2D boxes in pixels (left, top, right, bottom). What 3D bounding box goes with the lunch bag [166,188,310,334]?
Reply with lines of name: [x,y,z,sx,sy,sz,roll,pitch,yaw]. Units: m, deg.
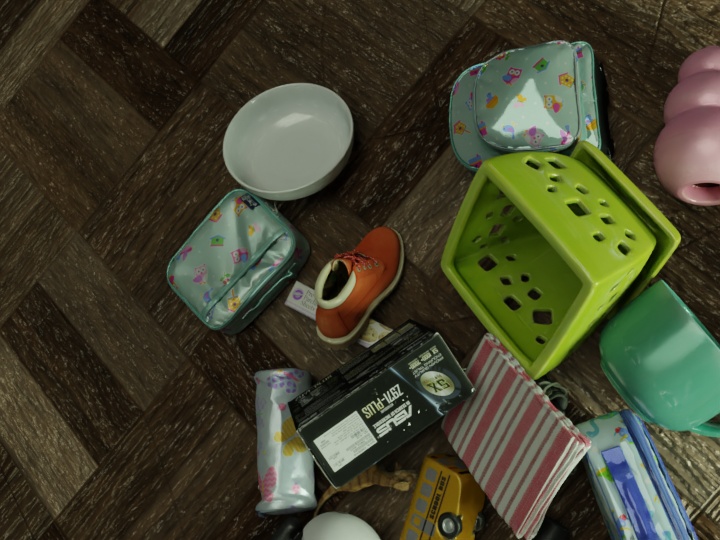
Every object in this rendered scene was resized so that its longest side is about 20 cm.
lunch bag: [-0.179,-0.014,1.240,0.200,0.077,0.160,-48,63,4]

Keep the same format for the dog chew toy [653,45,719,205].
dog chew toy: [0.425,-0.183,1.013,0.124,0.125,0.201,2,68,23]

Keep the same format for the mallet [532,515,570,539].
mallet: [0.287,0.355,0.968,0.200,0.041,0.066,21,82,21]

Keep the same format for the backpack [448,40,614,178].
backpack: [0.213,-0.198,1.088,0.200,0.153,0.176,-8,77,29]

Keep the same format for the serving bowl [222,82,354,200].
serving bowl: [-0.102,-0.183,1.249,0.199,0.066,0.201,-6,61,10]

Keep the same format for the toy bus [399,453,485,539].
toy bus: [0.093,0.333,1.020,0.078,0.065,0.201,20,96,38]

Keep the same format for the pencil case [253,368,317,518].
pencil case: [-0.104,0.233,1.138,0.083,0.091,0.201,3,74,-18]

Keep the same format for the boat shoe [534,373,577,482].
boat shoe: [0.222,0.164,1.005,0.071,0.072,0.200,-40,49,42]

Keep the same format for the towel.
towel: [0.170,0.187,0.962,0.200,0.030,0.147,53,127,49]

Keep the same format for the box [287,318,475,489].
box: [0.019,0.156,1.020,0.200,0.164,0.086,-34,97,-7]

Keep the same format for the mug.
mug: [0.353,0.116,0.937,0.114,0.152,0.185,-40,66,16]

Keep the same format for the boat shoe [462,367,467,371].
boat shoe: [0.170,0.206,1.041,0.075,0.062,0.200,-34,64,13]

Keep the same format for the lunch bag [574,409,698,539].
lunch bag: [0.303,0.258,0.910,0.082,0.161,0.200,-23,63,10]

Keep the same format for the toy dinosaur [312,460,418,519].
toy dinosaur: [-0.009,0.269,1.090,0.200,0.060,0.106,-31,28,42]

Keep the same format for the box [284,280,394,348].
box: [-0.015,0.075,1.167,0.200,0.039,0.042,27,85,27]

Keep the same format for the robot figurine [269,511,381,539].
robot figurine: [-0.051,0.399,1.044,0.150,0.125,0.200,32,96,-14]

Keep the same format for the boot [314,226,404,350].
boot: [0.000,0.000,1.123,0.075,0.107,0.200,15,56,23]

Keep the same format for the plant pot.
plant pot: [0.239,-0.025,0.986,0.181,0.200,0.199,-22,61,-26]
